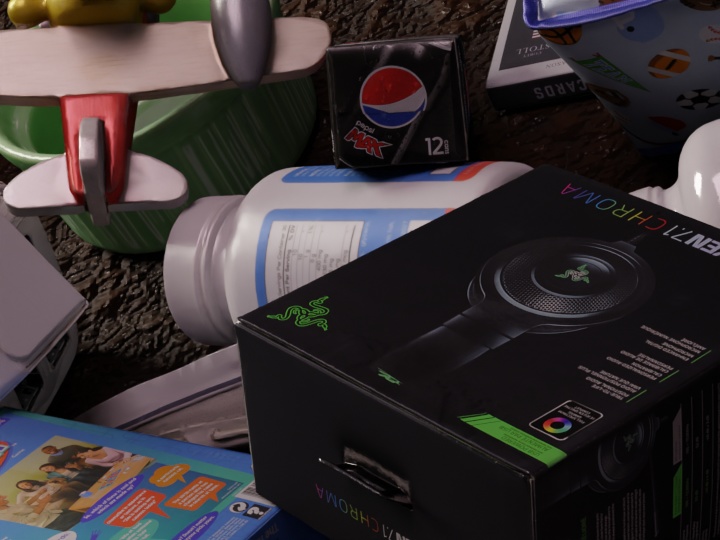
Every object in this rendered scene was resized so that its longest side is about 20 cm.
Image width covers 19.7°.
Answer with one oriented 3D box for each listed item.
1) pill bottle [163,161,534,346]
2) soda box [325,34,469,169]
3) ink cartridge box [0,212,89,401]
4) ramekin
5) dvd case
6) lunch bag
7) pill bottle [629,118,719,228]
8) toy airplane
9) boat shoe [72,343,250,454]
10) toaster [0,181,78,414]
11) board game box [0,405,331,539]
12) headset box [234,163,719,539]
[{"bbox_3d":[0.000,0.000,1.082,0.200,0.112,0.112,1,48,34],"label":"pill bottle"},{"bbox_3d":[0.023,-0.094,1.120,0.071,0.063,0.200,-4,6,4],"label":"soda box"},{"bbox_3d":[-0.260,0.038,1.058,0.200,0.145,0.084,-41,7,29],"label":"ink cartridge box"},{"bbox_3d":[-0.124,-0.104,1.291,0.200,0.098,0.200,-18,40,15],"label":"ramekin"},{"bbox_3d":[0.162,-0.181,1.248,0.150,0.025,0.200,-9,42,26],"label":"dvd case"},{"bbox_3d":[0.203,-0.145,1.049,0.200,0.170,0.124,-10,66,24],"label":"lunch bag"},{"bbox_3d":[0.225,-0.032,0.970,0.200,0.111,0.111,-19,39,16],"label":"pill bottle"},{"bbox_3d":[-0.147,-0.124,1.132,0.199,0.141,0.200,33,53,27],"label":"toy airplane"},{"bbox_3d":[-0.085,0.087,1.071,0.200,0.070,0.071,-24,-8,40],"label":"boat shoe"},{"bbox_3d":[-0.245,0.021,1.178,0.129,0.200,0.114,12,51,19],"label":"toaster"},{"bbox_3d":[-0.132,0.126,0.916,0.200,0.045,0.152,8,31,35],"label":"board game box"},{"bbox_3d":[0.069,0.053,0.858,0.200,0.093,0.174,-26,36,-33],"label":"headset box"}]
